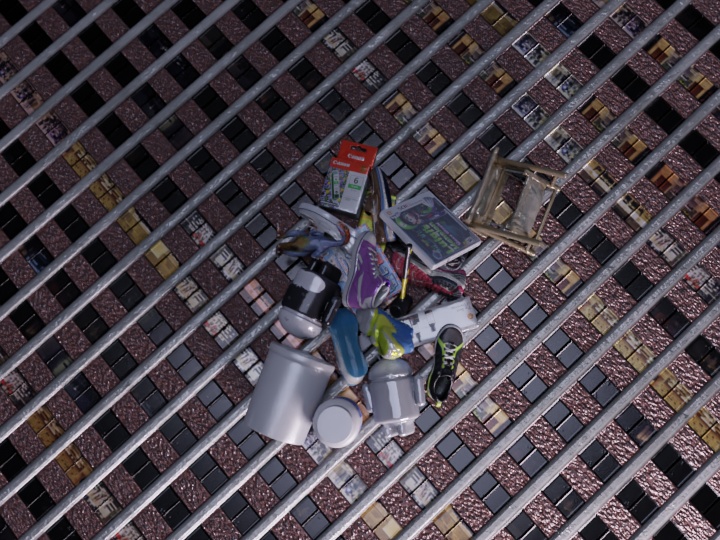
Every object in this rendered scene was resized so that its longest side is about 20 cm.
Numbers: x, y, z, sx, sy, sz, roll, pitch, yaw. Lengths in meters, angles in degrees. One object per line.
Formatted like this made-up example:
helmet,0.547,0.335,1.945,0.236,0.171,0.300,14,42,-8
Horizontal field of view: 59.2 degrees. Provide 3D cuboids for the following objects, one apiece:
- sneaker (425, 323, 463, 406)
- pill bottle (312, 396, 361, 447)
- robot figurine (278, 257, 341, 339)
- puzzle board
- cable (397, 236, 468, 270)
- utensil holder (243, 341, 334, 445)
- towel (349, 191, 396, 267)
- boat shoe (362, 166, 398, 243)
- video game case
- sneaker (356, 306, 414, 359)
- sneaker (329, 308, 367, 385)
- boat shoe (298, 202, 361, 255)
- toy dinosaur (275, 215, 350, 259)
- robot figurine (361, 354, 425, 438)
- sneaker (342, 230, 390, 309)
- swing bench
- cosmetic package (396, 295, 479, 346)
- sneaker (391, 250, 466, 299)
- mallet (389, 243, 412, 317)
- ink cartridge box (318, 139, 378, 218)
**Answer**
sneaker,0.213,0.232,1.538,0.071,0.083,0.202,10,99,-10
pill bottle,-0.054,0.356,1.494,0.111,0.200,0.113,-1,80,3
robot figurine,-0.123,0.073,1.586,0.124,0.150,0.201,27,82,-10
puzzle board,0.000,0.000,1.632,0.150,0.017,0.201,-32,79,3
cable,0.183,-0.088,1.600,0.198,0.051,0.164,24,51,6
utensil holder,-0.172,0.295,1.530,0.168,0.170,0.202,20,85,6
towel,0.034,-0.106,1.661,0.085,0.018,0.202,12,82,11
boat shoe,0.042,-0.167,1.625,0.072,0.072,0.202,-13,75,14
video game case,0.174,-0.104,1.570,0.181,0.023,0.200,-25,62,-35
sneaker,0.065,0.142,1.556,0.104,0.076,0.201,4,37,-32
sneaker,-0.038,0.189,1.584,0.076,0.081,0.202,-3,58,-17
boat shoe,-0.089,-0.107,1.624,0.199,0.074,0.066,30,77,24
toy dinosaur,-0.120,-0.082,1.586,0.179,0.200,0.106,-1,92,-10
robot figurine,0.079,0.300,1.541,0.168,0.113,0.202,-13,80,25
sneaker,0.033,0.000,1.553,0.113,0.072,0.203,2,73,34
swing bench,0.386,-0.172,1.598,0.198,0.130,0.201,22,83,12
cosmetic package,0.190,0.134,1.594,0.198,0.051,0.083,-18,81,0
sneaker,0.173,0.003,1.610,0.199,0.081,0.075,26,55,3
mallet,0.113,0.019,1.558,0.041,0.066,0.202,22,120,23
ink cartridge box,-0.031,-0.248,1.665,0.108,0.050,0.202,14,82,11
